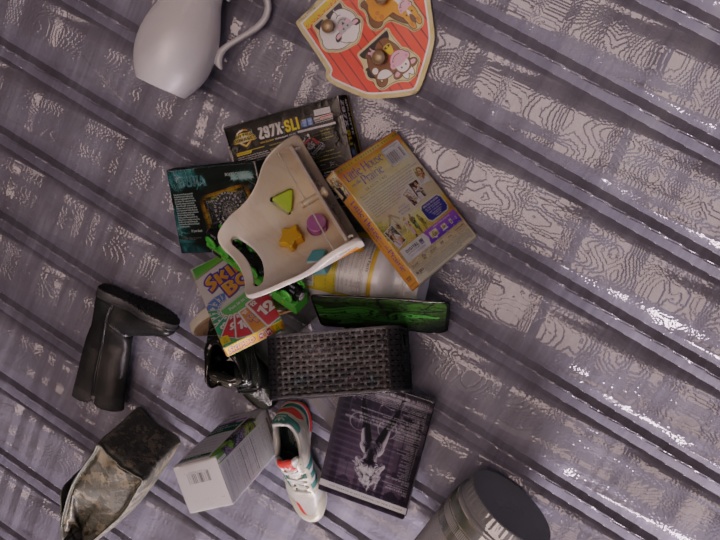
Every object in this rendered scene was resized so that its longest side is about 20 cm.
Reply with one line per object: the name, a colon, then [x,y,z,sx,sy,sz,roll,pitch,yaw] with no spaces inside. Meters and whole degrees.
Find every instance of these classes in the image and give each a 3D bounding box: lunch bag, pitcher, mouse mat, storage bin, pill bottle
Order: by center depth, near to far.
mouse mat: [0.031,0.064,1.403,0.196,0.161,0.008,4,72,6]
storage bin: [-0.028,0.137,1.411,0.196,0.135,0.096,-6,82,9]
pill bottle: [0.000,0.000,1.432,0.197,0.112,0.114,13,104,15]
pitcher: [-0.238,-0.356,1.447,0.169,0.121,0.203,24,96,-4]
lunch bag: [-0.412,0.354,1.607,0.117,0.164,0.201,36,109,2]

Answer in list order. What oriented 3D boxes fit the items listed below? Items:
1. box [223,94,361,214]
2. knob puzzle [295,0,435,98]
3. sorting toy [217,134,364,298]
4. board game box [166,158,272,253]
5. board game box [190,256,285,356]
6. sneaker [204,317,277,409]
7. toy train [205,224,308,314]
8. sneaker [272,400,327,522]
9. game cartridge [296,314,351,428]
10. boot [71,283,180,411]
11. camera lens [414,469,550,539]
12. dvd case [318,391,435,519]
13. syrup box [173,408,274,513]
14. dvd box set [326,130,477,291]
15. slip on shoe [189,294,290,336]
box: [-0.096,-0.162,1.465,0.197,0.049,0.163,-12,95,21]
knob puzzle: [0.022,-0.339,1.403,0.216,0.030,0.224,3,102,17]
sorting toy: [-0.107,-0.051,1.363,0.178,0.107,0.202,-31,62,1]
board game box: [-0.213,-0.097,1.491,0.197,0.028,0.138,0,104,38]
board game box: [-0.191,0.036,1.465,0.094,0.201,0.030,-25,134,-7]
sneaker: [-0.188,0.165,1.497,0.075,0.115,0.201,-7,129,16]
toy train: [-0.154,-0.002,1.431,0.199,0.042,0.057,33,153,27]
sneaker: [-0.106,0.314,1.538,0.069,0.093,0.204,-7,98,19]
game cartridge: [-0.030,0.169,1.518,0.129,0.038,0.201,-40,87,24]
boot: [-0.391,0.145,1.611,0.163,0.065,0.203,23,104,21]
camera lens: [0.167,0.420,1.436,0.159,0.160,0.201,37,109,7]
dvd case: [0.023,0.271,1.497,0.146,0.016,0.203,16,105,12]
syrup box: [-0.204,0.292,1.508,0.078,0.200,0.083,-16,99,19]
dvd box set: [0.061,-0.088,1.383,0.201,0.146,0.029,51,142,2]
slip on shoe: [-0.180,0.069,1.525,0.198,0.076,0.061,-25,78,13]
